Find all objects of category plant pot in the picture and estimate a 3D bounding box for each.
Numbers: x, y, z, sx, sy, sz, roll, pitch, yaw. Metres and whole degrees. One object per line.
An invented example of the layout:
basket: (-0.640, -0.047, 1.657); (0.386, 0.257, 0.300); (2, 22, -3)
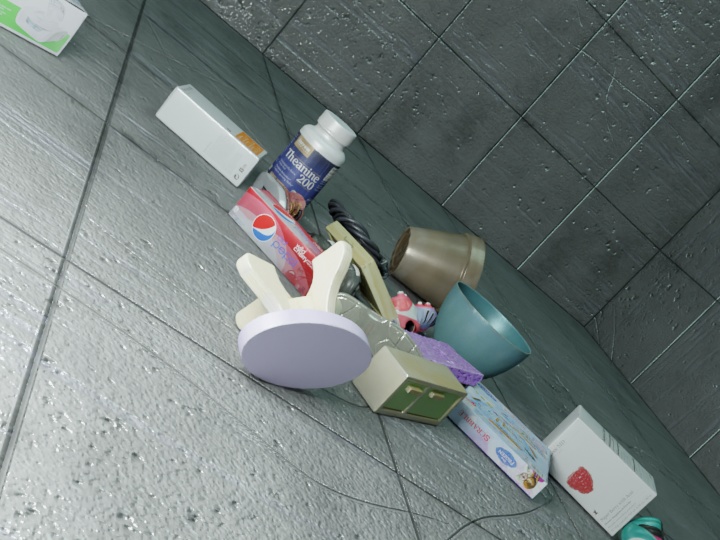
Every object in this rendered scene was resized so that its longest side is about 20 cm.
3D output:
plant pot: (0.166, -0.015, 1.995); (0.172, 0.201, 0.200); (22, 17, -11)
plant pot: (0.219, 0.139, 1.717); (0.200, 0.135, 0.200); (41, 13, -11)

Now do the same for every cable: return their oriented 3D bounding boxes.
cable: (-0.018, -0.068, 1.722); (0.164, 0.051, 0.200); (54, -2, -36)

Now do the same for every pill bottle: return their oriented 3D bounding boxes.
pill bottle: (-0.102, -0.223, 1.764); (0.111, 0.200, 0.111); (39, 13, -11)

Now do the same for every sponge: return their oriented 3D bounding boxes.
sponge: (0.121, 0.150, 1.545); (0.199, 0.030, 0.112); (20, 16, -42)

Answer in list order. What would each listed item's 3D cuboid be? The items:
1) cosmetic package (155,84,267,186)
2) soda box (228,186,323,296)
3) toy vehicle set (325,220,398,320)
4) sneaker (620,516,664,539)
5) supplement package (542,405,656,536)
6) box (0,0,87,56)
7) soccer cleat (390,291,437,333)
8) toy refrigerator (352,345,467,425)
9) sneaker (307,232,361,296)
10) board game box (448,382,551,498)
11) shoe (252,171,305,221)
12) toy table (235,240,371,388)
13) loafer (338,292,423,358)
cosmetic package: (-0.278, -0.256, 1.634); (0.200, 0.071, 0.102); (41, 13, -8)
soda box: (-0.126, -0.048, 1.445); (0.200, 0.063, 0.070); (46, 13, 15)
toy vehicle set: (0.000, 0.000, 1.569); (0.200, 0.026, 0.125); (48, -16, 59)
sneaker: (0.559, 0.532, 1.618); (0.200, 0.084, 0.121); (39, 23, -10)
supplement package: (0.452, 0.382, 1.671); (0.200, 0.121, 0.120); (44, 13, 9)
box: (-0.564, -0.464, 1.384); (0.177, 0.097, 0.199); (52, 15, 31)
soccer cleat: (0.100, 0.097, 1.694); (0.200, 0.066, 0.077); (31, 48, -61)
toy refrigerator: (0.081, 0.179, 1.311); (0.199, 0.076, 0.070); (26, 21, -54)
sneaker: (-0.065, -0.013, 1.511); (0.090, 0.067, 0.200); (29, 11, -30)
board game box: (0.249, 0.290, 1.537); (0.200, 0.041, 0.199); (44, 13, 8)
shoe: (-0.141, -0.117, 1.596); (0.091, 0.072, 0.200); (30, 13, -25)
toy table: (-0.074, 0.057, 1.055); (0.200, 0.183, 0.118); (45, 21, -54)
loafer: (0.029, 0.104, 1.420); (0.200, 0.072, 0.063); (40, 6, 0)
